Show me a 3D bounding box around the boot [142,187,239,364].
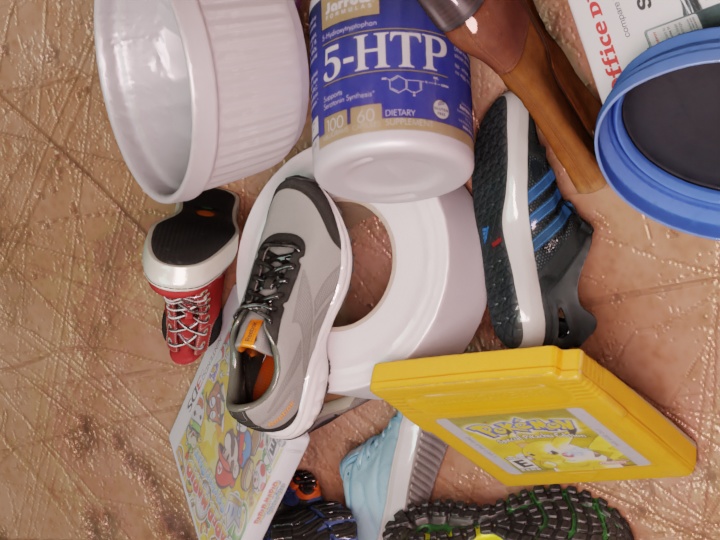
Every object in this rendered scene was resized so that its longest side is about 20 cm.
[{"bbox_3d":[-0.141,0.025,1.591,0.072,0.200,0.145,10,107,2],"label":"boot"}]

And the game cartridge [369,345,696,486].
[{"bbox_3d":[0.131,0.112,1.454,0.176,0.200,0.033,-8,62,35],"label":"game cartridge"}]

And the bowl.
[{"bbox_3d":[0.260,-0.091,1.314,0.199,0.040,0.201,9,147,6],"label":"bowl"}]

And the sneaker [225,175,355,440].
[{"bbox_3d":[-0.058,0.026,1.466,0.074,0.079,0.201,3,83,35],"label":"sneaker"}]

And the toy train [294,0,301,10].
[{"bbox_3d":[-0.130,-0.196,1.595,0.200,0.056,0.151,43,123,14],"label":"toy train"}]

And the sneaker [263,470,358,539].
[{"bbox_3d":[-0.042,0.233,1.623,0.075,0.200,0.079,-14,107,-8],"label":"sneaker"}]

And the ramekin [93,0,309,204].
[{"bbox_3d":[-0.119,-0.157,1.469,0.200,0.105,0.201,38,134,54],"label":"ramekin"}]

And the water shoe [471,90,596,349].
[{"bbox_3d":[0.134,-0.036,1.472,0.071,0.078,0.201,156,113,-66],"label":"water shoe"}]

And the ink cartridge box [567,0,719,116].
[{"bbox_3d":[0.245,-0.202,1.327,0.199,0.083,0.147,-16,96,36],"label":"ink cartridge box"}]

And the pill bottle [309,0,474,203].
[{"bbox_3d":[0.021,-0.162,1.433,0.119,0.119,0.201,-16,67,36],"label":"pill bottle"}]

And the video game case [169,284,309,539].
[{"bbox_3d":[-0.107,0.142,1.642,0.183,0.023,0.200,-65,31,30],"label":"video game case"}]

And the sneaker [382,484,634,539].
[{"bbox_3d":[0.123,0.226,1.549,0.199,0.078,0.086,-5,121,17],"label":"sneaker"}]

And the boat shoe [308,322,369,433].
[{"bbox_3d":[-0.016,0.080,1.602,0.200,0.076,0.072,-31,85,35],"label":"boat shoe"}]

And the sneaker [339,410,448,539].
[{"bbox_3d":[0.019,0.160,1.604,0.082,0.074,0.201,25,117,21],"label":"sneaker"}]

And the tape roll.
[{"bbox_3d":[0.000,0.000,1.521,0.202,0.071,0.204,-5,80,32],"label":"tape roll"}]

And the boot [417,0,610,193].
[{"bbox_3d":[0.129,-0.176,1.401,0.068,0.189,0.200,-34,113,25],"label":"boot"}]
